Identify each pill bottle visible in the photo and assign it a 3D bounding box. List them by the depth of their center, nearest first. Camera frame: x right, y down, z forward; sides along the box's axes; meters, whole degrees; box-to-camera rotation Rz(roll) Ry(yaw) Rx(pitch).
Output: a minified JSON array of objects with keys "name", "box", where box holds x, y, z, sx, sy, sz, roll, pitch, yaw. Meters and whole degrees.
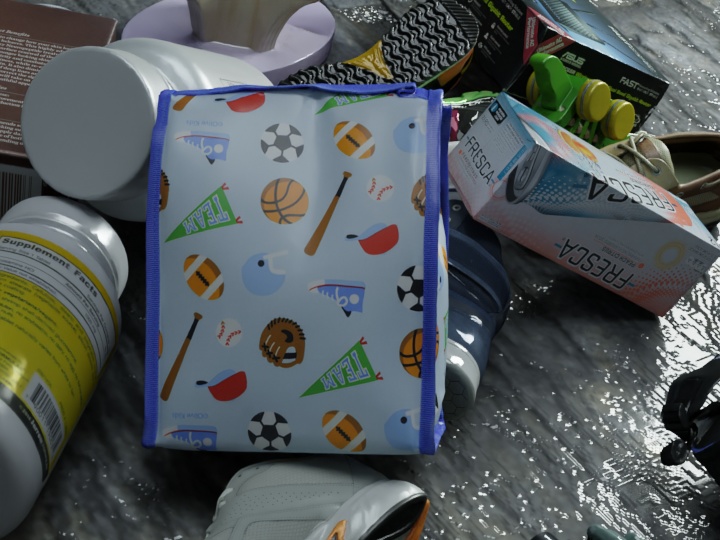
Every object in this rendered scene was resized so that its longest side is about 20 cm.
[{"name":"pill bottle","box":[-0.200,0.046,0.899,0.111,0.113,0.201,15,36,3]},{"name":"pill bottle","box":[-0.129,-0.088,1.034,0.114,0.115,0.200,25,9,15]}]

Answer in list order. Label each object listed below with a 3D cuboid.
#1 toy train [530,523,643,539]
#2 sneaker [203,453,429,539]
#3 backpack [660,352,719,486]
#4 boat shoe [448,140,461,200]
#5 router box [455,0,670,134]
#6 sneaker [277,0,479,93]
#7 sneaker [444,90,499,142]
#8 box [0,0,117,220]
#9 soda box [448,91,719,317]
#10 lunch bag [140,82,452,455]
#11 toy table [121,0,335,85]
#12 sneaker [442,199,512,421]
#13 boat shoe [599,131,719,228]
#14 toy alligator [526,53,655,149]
[{"name":"toy train","box":[0.160,0.207,0.806,0.199,0.114,0.085,34,76,33]},{"name":"sneaker","box":[-0.058,0.150,0.853,0.092,0.076,0.199,30,31,33]},{"name":"backpack","box":[0.312,0.074,0.966,0.155,0.200,0.190,54,42,0]},{"name":"boat shoe","box":[0.021,-0.081,1.092,0.200,0.087,0.074,0,1,-26]},{"name":"router box","box":[0.143,-0.202,1.333,0.149,0.062,0.200,16,29,-39]},{"name":"sneaker","box":[0.004,-0.124,1.232,0.199,0.090,0.070,-33,70,-13]},{"name":"sneaker","box":[0.061,-0.083,1.181,0.199,0.077,0.084,-20,44,-35]},{"name":"box","box":[-0.235,-0.107,1.125,0.099,0.075,0.201,10,38,-4]},{"name":"soda box","box":[0.152,-0.041,1.091,0.199,0.069,0.064,24,25,-36]},{"name":"lunch bag","box":[-0.032,-0.004,0.912,0.168,0.202,0.124,-1,3,5]},{"name":"toy table","box":[-0.095,-0.224,1.285,0.183,0.118,0.200,31,39,22]},{"name":"sneaker","box":[0.000,0.001,1.041,0.201,0.077,0.147,25,45,6]},{"name":"boat shoe","box":[0.201,-0.069,1.201,0.199,0.074,0.076,-11,53,-29]},{"name":"toy alligator","box":[0.175,-0.106,1.235,0.059,0.055,0.200,21,-3,38]}]
